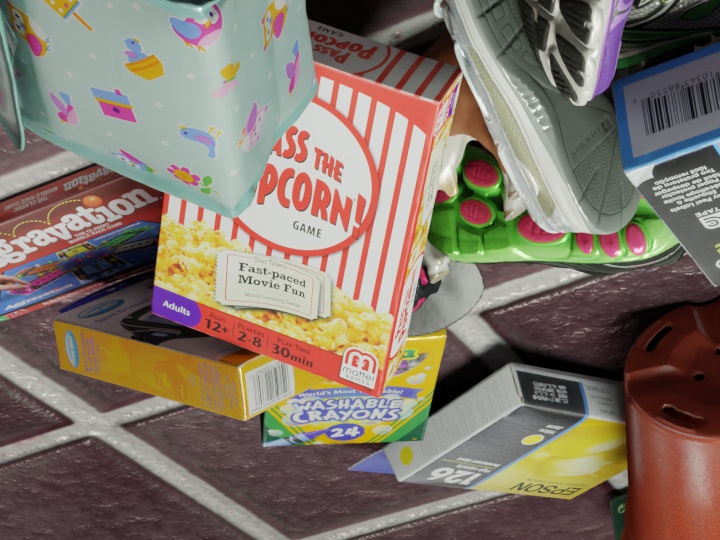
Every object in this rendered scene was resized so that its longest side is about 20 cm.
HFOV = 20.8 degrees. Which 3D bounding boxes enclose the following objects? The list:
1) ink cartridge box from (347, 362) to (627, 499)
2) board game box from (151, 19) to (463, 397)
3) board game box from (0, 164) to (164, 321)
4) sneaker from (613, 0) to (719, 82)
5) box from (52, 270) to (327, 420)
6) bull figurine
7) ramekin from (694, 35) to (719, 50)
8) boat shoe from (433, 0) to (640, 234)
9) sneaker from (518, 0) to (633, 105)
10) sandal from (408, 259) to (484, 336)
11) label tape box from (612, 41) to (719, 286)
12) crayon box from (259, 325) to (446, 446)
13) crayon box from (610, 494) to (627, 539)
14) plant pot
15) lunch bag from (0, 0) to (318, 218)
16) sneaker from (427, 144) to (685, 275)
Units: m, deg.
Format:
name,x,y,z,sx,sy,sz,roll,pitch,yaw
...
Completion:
name,x,y,z,sx,sy,sz,roll,pitch,yaw
ink cartridge box,0.126,0.142,1.552,0.196,0.047,0.200,10,144,-39
board game box,-0.035,-0.042,1.109,0.150,0.046,0.201,19,125,12
board game box,-0.185,-0.022,1.277,0.198,0.020,0.103,-19,146,22
sneaker,0.187,-0.162,1.038,0.199,0.079,0.085,-23,144,29
box,-0.102,0.041,1.247,0.199,0.042,0.119,9,-156,43
bull figurine,0.023,-0.056,1.165,0.065,0.122,0.200,-18,161,-50
ramekin,0.279,-0.097,1.139,0.200,0.095,0.203,-3,147,-2
boat shoe,0.083,-0.109,1.050,0.064,0.074,0.203,-5,119,52
sneaker,0.135,-0.174,0.957,0.083,0.081,0.202,-1,121,-24
sandal,0.000,0.000,1.285,0.199,0.045,0.076,19,100,-31
label tape box,0.241,-0.052,1.058,0.142,0.067,0.200,-20,142,23
crayon box,-0.008,0.061,1.411,0.124,0.052,0.201,-2,149,-6
crayon box,0.326,0.237,1.738,0.125,0.052,0.200,-24,144,29
plant pot,0.276,0.140,1.431,0.199,0.202,0.196,-9,129,7
lunch bag,-0.132,-0.137,0.970,0.198,0.123,0.171,21,150,14
sneaker,0.110,-0.028,1.201,0.199,0.077,0.084,12,169,33
